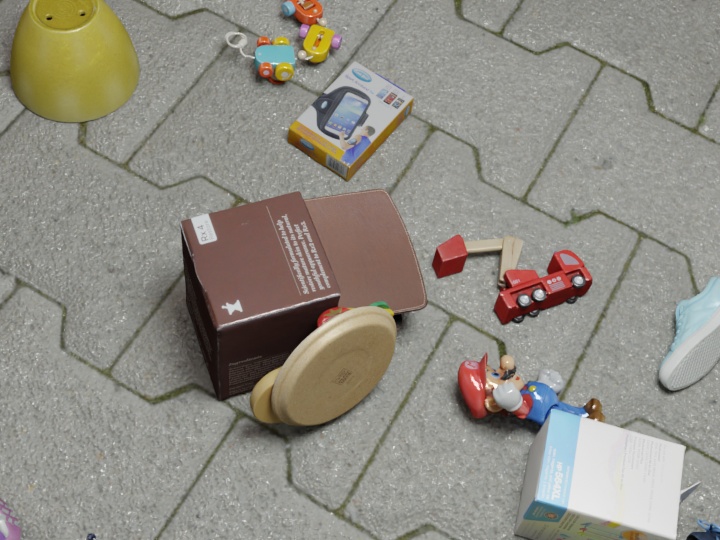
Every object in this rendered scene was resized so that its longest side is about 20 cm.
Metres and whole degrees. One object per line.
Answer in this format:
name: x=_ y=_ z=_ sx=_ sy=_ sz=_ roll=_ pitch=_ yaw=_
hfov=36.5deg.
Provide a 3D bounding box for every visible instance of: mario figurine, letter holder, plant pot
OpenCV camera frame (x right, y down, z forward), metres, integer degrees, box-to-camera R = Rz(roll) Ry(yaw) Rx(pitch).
mario figurine: x=0.225 y=0.156 z=1.433 sx=0.198 sy=0.124 sz=0.107 roll=19 pitch=67 yaw=2
letter holder: x=0.000 y=0.000 z=1.513 sx=0.140 sy=0.101 sz=0.202 roll=-11 pitch=60 yaw=-15
plant pot: x=-0.439 y=-0.348 z=1.649 sx=0.197 sy=0.143 sz=0.202 roll=3 pitch=58 yaw=-4

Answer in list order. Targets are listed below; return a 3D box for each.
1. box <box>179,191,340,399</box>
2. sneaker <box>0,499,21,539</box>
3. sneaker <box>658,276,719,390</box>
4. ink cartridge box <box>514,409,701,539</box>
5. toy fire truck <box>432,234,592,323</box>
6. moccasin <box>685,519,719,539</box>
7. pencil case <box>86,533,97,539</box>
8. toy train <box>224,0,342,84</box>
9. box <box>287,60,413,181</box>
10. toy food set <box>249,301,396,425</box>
box: x=-0.133 y=0.035 z=1.416 sx=0.162 sy=0.201 sz=0.167 roll=-15 pitch=62 yaw=-15
sneaker: x=-0.491 y=0.277 z=1.305 sx=0.199 sy=0.081 sz=0.089 roll=36 pitch=68 yaw=21
sneaker: x=0.471 y=0.086 z=1.542 sx=0.200 sy=0.074 sz=0.082 roll=-41 pitch=40 yaw=-21
ink cartridge box: x=0.309 y=0.278 z=1.359 sx=0.197 sy=0.129 sz=0.126 roll=15 pitch=58 yaw=4
toy fire truck: x=0.218 y=-0.001 z=1.566 sx=0.198 sy=0.049 sz=0.142 roll=-18 pitch=62 yaw=-17
moccasin: x=0.435 y=0.352 z=1.354 sx=0.199 sy=0.081 sz=0.068 roll=-35 pitch=80 yaw=-25
pencil case: x=-0.310 y=0.409 z=1.231 sx=0.085 sy=0.092 sz=0.202 roll=29 pitch=59 yaw=-17
toy train: x=-0.117 y=-0.372 z=1.755 sx=0.150 sy=0.056 sz=0.200 roll=41 pitch=60 yaw=19
box: x=-0.008 y=-0.242 z=1.694 sx=0.118 sy=0.042 sz=0.200 roll=33 pitch=63 yaw=14
toy food set: x=-0.036 y=0.120 z=1.378 sx=0.197 sy=0.201 sz=0.049 roll=4 pitch=34 yaw=-50
